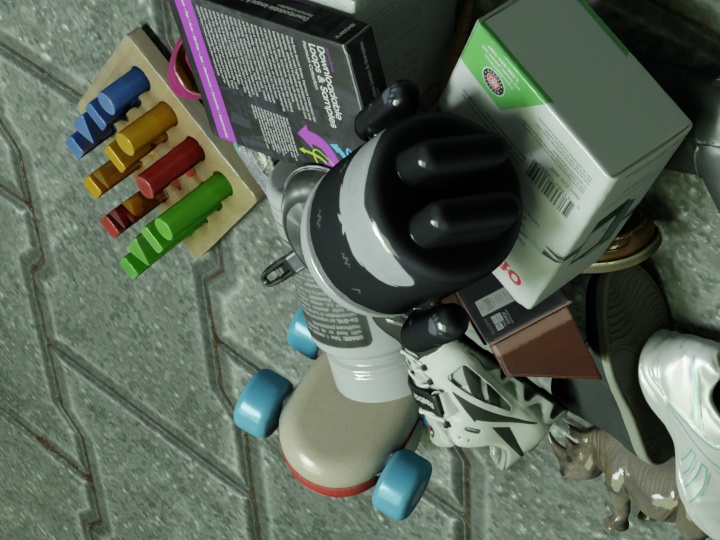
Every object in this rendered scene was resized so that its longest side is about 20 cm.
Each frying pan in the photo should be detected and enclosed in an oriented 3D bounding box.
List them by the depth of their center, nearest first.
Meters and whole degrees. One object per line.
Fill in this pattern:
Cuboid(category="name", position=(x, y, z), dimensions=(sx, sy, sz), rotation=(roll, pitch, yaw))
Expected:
Cuboid(category="frying pan", position=(-0.045, -0.028, 1.686), dimensions=(0.189, 0.031, 0.116), rotation=(1, 123, 47))

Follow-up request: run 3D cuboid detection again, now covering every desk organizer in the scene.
Cuboid(category="desk organizer", position=(0.119, 0.028, 1.711), dimensions=(0.077, 0.071, 0.200), rotation=(63, 180, -27))

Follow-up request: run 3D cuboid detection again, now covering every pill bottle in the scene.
Cuboid(category="pill bottle", position=(0.000, 0.000, 1.787), dimensions=(0.113, 0.114, 0.201), rotation=(18, 133, 45))

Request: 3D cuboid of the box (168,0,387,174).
Cuboid(category="box", position=(-0.055, -0.141, 1.635), dimensions=(0.199, 0.036, 0.144), rotation=(25, 143, 40))

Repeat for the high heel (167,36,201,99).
Cuboid(category="high heel", position=(-0.151, -0.179, 1.925), dimensions=(0.068, 0.096, 0.200), rotation=(51, 151, -2))

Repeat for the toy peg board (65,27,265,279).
Cuboid(category="toy peg board", position=(-0.213, -0.098, 2.100), dimensions=(0.200, 0.098, 0.200), rotation=(51, 153, -1))

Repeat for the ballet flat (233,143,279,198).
Cuboid(category="ballet flat", position=(-0.039, -0.057, 1.941), dimensions=(0.201, 0.072, 0.072), rotation=(56, 151, -11))

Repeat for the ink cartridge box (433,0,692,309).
Cuboid(category="ink cartridge box", position=(0.128, -0.087, 1.528), dimensions=(0.146, 0.084, 0.200), rotation=(50, 153, 13))

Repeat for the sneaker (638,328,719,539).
Cuboid(category="sneaker", position=(0.285, 0.139, 1.693), dimensions=(0.080, 0.070, 0.201), rotation=(1, 124, 51))

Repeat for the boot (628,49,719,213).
Cuboid(category="boot", position=(0.219, -0.078, 1.540), dimensions=(0.199, 0.065, 0.166), rotation=(13, 126, 45))

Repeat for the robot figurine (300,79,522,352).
Cuboid(category="robot figurine", position=(0.037, -0.038, 1.507), dimensions=(0.124, 0.151, 0.200), rotation=(32, 156, -14))

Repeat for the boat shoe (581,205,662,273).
Cuboid(category="boat shoe", position=(0.144, -0.054, 1.670), dimensions=(0.199, 0.072, 0.068), rotation=(18, 138, 45))

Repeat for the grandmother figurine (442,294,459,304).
Cuboid(category="grandmother figurine", position=(0.048, -0.049, 1.836), dimensions=(0.121, 0.061, 0.201), rotation=(-17, 107, 38))

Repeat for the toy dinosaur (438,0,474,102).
Cuboid(category="toy dinosaur", position=(0.073, -0.106, 1.686), dimensions=(0.106, 0.060, 0.202), rotation=(-13, 86, 30))

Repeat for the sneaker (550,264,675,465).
Cuboid(category="sneaker", position=(0.190, 0.065, 1.738), dimensions=(0.106, 0.075, 0.201), rotation=(23, 142, 42))

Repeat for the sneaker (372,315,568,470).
Cuboid(category="sneaker", position=(0.072, 0.095, 1.731), dimensions=(0.200, 0.089, 0.074), rotation=(36, -175, -26))

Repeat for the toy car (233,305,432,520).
Cuboid(category="toy car", position=(0.001, 0.151, 2.032), dimensions=(0.183, 0.177, 0.200), rotation=(29, 159, 15))

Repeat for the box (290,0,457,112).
Cuboid(category="box", position=(0.000, -0.187, 1.671), dimensions=(0.097, 0.124, 0.201), rotation=(37, 148, 25))

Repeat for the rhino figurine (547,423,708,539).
Cuboid(category="rhino figurine", position=(0.234, 0.176, 1.816), dimensions=(0.199, 0.060, 0.088), rotation=(28, 127, 38))
